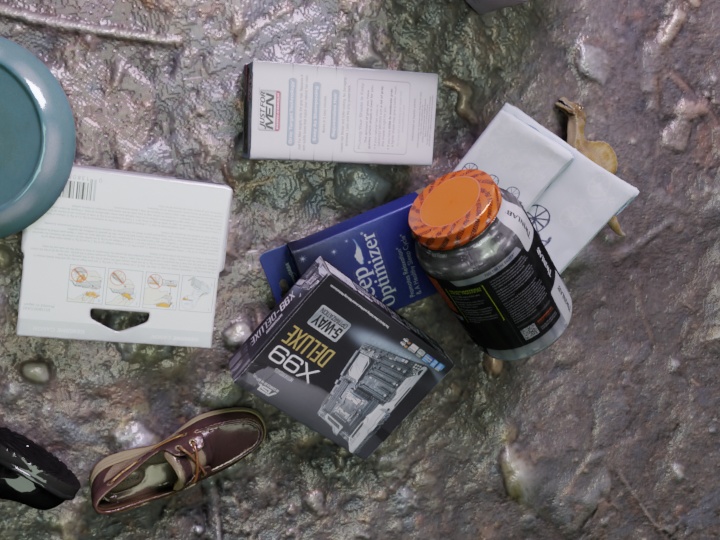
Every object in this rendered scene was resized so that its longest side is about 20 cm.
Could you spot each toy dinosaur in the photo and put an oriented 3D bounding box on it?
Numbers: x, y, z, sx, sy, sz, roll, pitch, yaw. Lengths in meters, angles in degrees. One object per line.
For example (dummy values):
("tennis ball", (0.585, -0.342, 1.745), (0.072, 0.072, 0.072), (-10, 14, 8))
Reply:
("toy dinosaur", (0.268, -0.105, 0.949), (0.101, 0.058, 0.200), (-30, 108, -10))

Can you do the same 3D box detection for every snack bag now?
("snack bag", (0.185, -0.065, 0.908), (0.200, 0.021, 0.189), (29, 118, -18))

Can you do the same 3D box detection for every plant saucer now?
("plant saucer", (-0.372, -0.126, 0.744), (0.200, 0.027, 0.200), (0, 95, -3))

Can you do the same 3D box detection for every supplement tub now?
("supplement tub", (0.138, -0.005, 0.851), (0.122, 0.123, 0.200), (-41, 127, -5))

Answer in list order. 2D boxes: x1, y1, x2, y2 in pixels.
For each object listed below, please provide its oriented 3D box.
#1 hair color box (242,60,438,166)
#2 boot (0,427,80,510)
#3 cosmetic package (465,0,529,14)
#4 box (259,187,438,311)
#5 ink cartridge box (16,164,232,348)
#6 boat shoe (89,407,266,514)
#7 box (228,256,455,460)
("hair color box", (-0.023, -0.165, 0.849), (0.200, 0.061, 0.099), (0, 100, -17))
("boot", (-0.410, 0.231, 0.799), (0.211, 0.079, 0.158), (28, 85, -9))
("cosmetic package", (0.155, -0.380, 0.785), (0.165, 0.200, 0.165), (40, 88, -20))
("box", (0.000, 0.000, 0.886), (0.200, 0.032, 0.121), (-22, 119, -7))
("ink cartridge box", (-0.242, -0.015, 0.822), (0.200, 0.044, 0.174), (6, 100, -17))
("boat shoe", (-0.195, 0.212, 0.865), (0.200, 0.072, 0.072), (-17, 105, -13))
("box", (-0.019, 0.102, 0.880), (0.200, 0.050, 0.158), (38, 100, -28))
